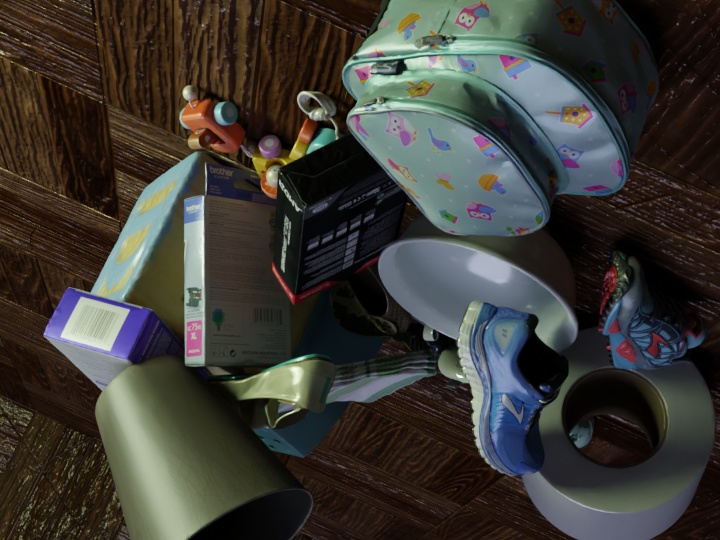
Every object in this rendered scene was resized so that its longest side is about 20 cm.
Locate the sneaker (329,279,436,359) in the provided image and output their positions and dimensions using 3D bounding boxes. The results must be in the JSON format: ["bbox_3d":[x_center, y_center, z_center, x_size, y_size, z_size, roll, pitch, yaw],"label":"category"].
[{"bbox_3d":[0.060,0.049,1.391,0.198,0.078,0.080,20,-168,-6],"label":"sneaker"}]

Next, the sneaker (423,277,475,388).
[{"bbox_3d":[0.137,0.082,1.280,0.079,0.130,0.199,3,150,45],"label":"sneaker"}]

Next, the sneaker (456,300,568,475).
[{"bbox_3d":[0.152,0.119,1.128,0.088,0.079,0.201,2,129,26],"label":"sneaker"}]

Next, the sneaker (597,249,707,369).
[{"bbox_3d":[0.280,0.038,1.131,0.095,0.080,0.200,5,161,20],"label":"sneaker"}]

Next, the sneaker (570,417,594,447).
[{"bbox_3d":[0.232,0.208,1.484,0.073,0.119,0.201,10,155,28],"label":"sneaker"}]

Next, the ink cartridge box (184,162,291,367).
[{"bbox_3d":[-0.126,-0.002,1.228,0.042,0.202,0.119,-5,172,43],"label":"ink cartridge box"}]

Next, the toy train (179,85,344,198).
[{"bbox_3d":[-0.089,-0.117,1.163,0.199,0.056,0.150,4,151,42],"label":"toy train"}]

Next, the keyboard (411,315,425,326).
[{"bbox_3d":[0.135,0.071,1.365,0.199,0.056,0.011,35,-175,-24],"label":"keyboard"}]

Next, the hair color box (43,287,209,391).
[{"bbox_3d":[-0.239,0.100,1.278,0.108,0.065,0.200,13,154,23],"label":"hair color box"}]

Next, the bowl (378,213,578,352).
[{"bbox_3d":[0.124,-0.007,1.141,0.199,0.091,0.202,20,156,10],"label":"bowl"}]

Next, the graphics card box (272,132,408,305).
[{"bbox_3d":[-0.018,-0.053,1.121,0.051,0.125,0.200,56,162,19],"label":"graphics card box"}]

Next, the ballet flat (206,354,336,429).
[{"bbox_3d":[-0.097,0.129,1.204,0.069,0.070,0.199,36,149,-27],"label":"ballet flat"}]

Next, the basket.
[{"bbox_3d":[-0.170,0.192,1.162,0.200,0.180,0.136,52,173,33],"label":"basket"}]

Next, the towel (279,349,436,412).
[{"bbox_3d":[-0.027,0.134,1.330,0.199,0.031,0.149,-6,162,-40],"label":"towel"}]

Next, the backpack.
[{"bbox_3d":[0.101,-0.118,0.843,0.199,0.154,0.176,-7,138,41],"label":"backpack"}]

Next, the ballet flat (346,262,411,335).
[{"bbox_3d":[0.000,0.000,1.279,0.067,0.046,0.201,7,135,37],"label":"ballet flat"}]

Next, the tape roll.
[{"bbox_3d":[0.266,0.177,1.267,0.201,0.204,0.139,17,157,17],"label":"tape roll"}]

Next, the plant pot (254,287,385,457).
[{"bbox_3d":[-0.085,0.121,1.507,0.140,0.201,0.141,5,152,38],"label":"plant pot"}]

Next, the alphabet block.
[{"bbox_3d":[-0.174,0.014,1.363,0.199,0.198,0.195,32,158,-20],"label":"alphabet block"}]
